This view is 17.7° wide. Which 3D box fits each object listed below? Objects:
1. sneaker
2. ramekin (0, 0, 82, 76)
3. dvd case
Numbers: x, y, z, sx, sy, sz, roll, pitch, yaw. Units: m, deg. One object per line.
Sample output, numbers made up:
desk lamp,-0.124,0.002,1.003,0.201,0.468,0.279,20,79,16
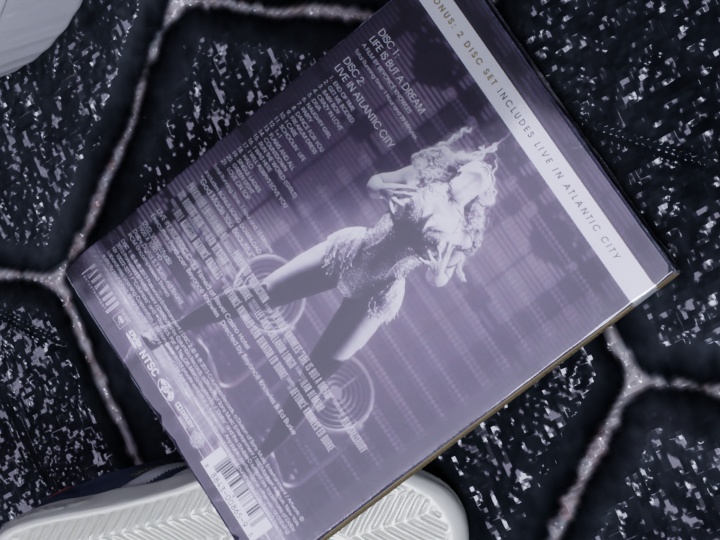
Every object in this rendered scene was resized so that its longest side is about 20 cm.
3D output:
sneaker,-0.051,0.104,0.945,0.198,0.085,0.076,-5,100,12
ramekin,-0.193,-0.164,0.972,0.201,0.094,0.204,9,105,35
dvd case,0.000,0.000,0.874,0.200,0.016,0.149,-38,76,15
